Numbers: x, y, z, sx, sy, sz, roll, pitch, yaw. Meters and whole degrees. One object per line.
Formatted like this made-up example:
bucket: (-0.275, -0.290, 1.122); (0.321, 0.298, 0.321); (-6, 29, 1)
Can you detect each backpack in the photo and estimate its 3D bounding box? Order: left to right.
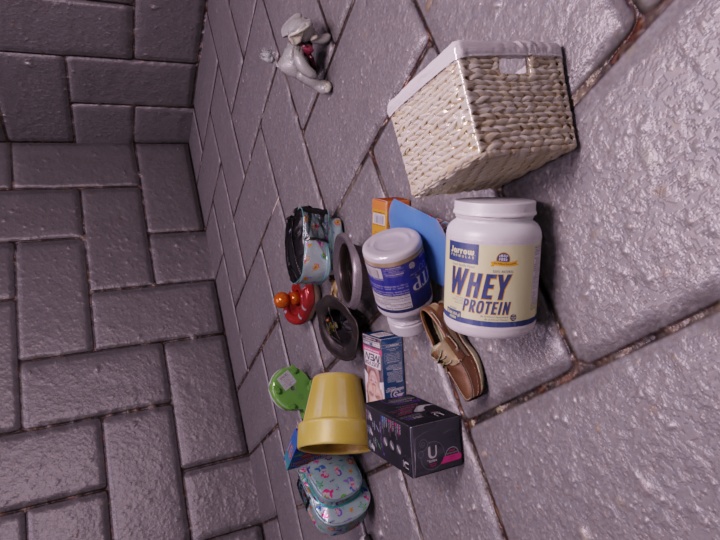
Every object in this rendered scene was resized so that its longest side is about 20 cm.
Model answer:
backpack: (-0.132, -0.058, 1.531); (0.176, 0.152, 0.202); (152, 125, -63)
backpack: (-0.068, 0.608, 1.518); (0.201, 0.176, 0.151); (59, 150, 35)

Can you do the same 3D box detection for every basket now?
basket: (0.178, -0.218, 0.815); (0.200, 0.197, 0.162); (-25, 77, 62)

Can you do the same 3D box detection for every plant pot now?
plant pot: (-0.064, 0.377, 1.463); (0.201, 0.199, 0.190); (133, 142, -57)

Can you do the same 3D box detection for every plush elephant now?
plush elephant: (-0.153, -0.600, 1.476); (0.155, 0.199, 0.165); (-56, 36, 27)

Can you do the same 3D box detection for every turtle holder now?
turtle holder: (-0.226, 0.413, 1.876); (0.132, 0.185, 0.142); (-37, 30, 60)

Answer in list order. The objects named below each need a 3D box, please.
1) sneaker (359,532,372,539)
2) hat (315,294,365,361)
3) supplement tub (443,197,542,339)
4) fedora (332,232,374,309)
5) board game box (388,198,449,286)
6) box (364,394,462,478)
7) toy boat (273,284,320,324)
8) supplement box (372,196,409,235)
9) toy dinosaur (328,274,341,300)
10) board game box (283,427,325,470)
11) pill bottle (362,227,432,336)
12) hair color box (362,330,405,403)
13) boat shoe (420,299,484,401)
sneaker: (-0.011, 0.819, 1.546); (0.075, 0.086, 0.201); (-128, 42, -50)
hat: (-0.036, 0.142, 1.450); (0.200, 0.081, 0.202); (31, 130, 47)
supplement tub: (0.204, -0.009, 0.857); (0.145, 0.144, 0.202); (23, 116, 61)
fedora: (0.000, 0.000, 1.337); (0.200, 0.090, 0.178); (-124, 34, -60)
board game box: (0.132, -0.063, 1.107); (0.200, 0.039, 0.159); (35, 147, 48)
box: (0.107, 0.341, 1.157); (0.200, 0.121, 0.107); (1, 96, 65)
toy boat: (-0.214, 0.091, 1.760); (0.131, 0.130, 0.200); (68, 150, 31)
supplement box: (0.066, -0.059, 1.225); (0.069, 0.066, 0.202); (26, 119, 57)
toy dinosaur: (-0.054, 0.046, 1.504); (0.200, 0.058, 0.102); (-5, 89, 64)
board game box: (-0.143, 0.531, 1.683); (0.045, 0.151, 0.201); (64, 148, 34)
pill bottle: (0.082, 0.027, 1.110); (0.120, 0.119, 0.201); (40, 151, 55)
hair color box: (0.056, 0.252, 1.315); (0.100, 0.060, 0.202); (4, 100, 64)
boat shoe: (0.166, 0.153, 1.049); (0.076, 0.073, 0.201); (-60, 43, 51)
